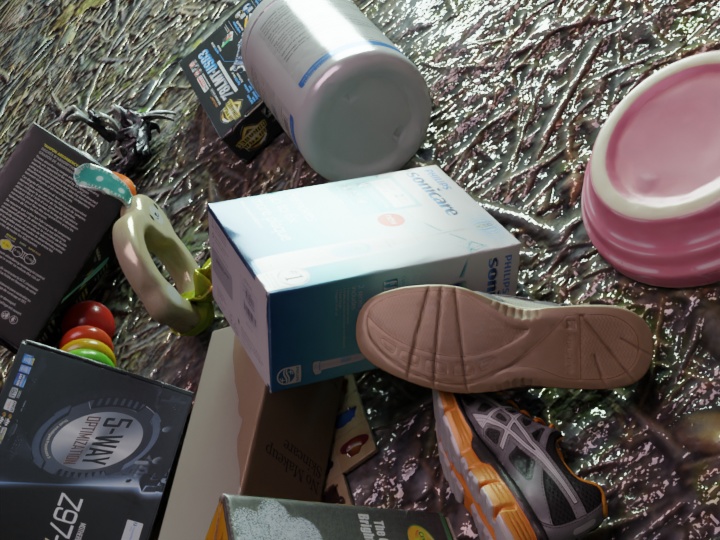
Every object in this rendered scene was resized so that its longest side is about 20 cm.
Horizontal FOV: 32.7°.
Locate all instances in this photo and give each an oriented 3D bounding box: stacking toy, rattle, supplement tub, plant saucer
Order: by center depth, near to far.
[{"bbox_3d":[0.243,-0.084,0.880,0.199,0.051,0.202,-25,43,26],"label":"plant saucer"},{"bbox_3d":[-0.170,-0.052,1.155,0.143,0.130,0.201,-40,60,28],"label":"rattle"},{"bbox_3d":[-0.027,-0.179,1.159,0.132,0.132,0.200,-42,38,7],"label":"supplement tub"},{"bbox_3d":[-0.269,0.103,1.193,0.085,0.085,0.201,-35,32,15],"label":"stacking toy"}]

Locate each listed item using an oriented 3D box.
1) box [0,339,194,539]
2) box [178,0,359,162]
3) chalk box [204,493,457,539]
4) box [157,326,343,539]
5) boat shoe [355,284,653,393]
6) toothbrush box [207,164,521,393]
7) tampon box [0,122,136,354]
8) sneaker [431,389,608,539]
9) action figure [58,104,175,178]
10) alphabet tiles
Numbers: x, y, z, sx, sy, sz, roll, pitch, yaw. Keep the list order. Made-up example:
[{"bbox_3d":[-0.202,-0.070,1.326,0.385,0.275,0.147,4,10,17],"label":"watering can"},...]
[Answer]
[{"bbox_3d":[-0.245,0.175,1.038,0.044,0.159,0.201,118,169,-57],"label":"box"},{"bbox_3d":[-0.094,-0.240,1.345,0.198,0.050,0.200,-43,38,7],"label":"box"},{"bbox_3d":[-0.001,0.230,0.749,0.125,0.198,0.125,-109,35,-51],"label":"chalk box"},{"bbox_3d":[-0.081,0.145,0.943,0.077,0.095,0.201,-16,49,33],"label":"box"},{"bbox_3d":[0.097,0.050,0.836,0.198,0.065,0.073,1,80,12],"label":"boat shoe"},{"bbox_3d":[0.000,0.000,0.927,0.198,0.086,0.147,-10,32,-20],"label":"toothbrush box"},{"bbox_3d":[-0.335,-0.022,1.273,0.201,0.126,0.150,-58,2,-14],"label":"tampon box"},{"bbox_3d":[0.098,0.125,0.826,0.077,0.079,0.200,-16,33,-7],"label":"sneaker"},{"bbox_3d":[-0.309,-0.134,1.417,0.200,0.102,0.119,-43,26,8],"label":"action figure"},{"bbox_3d":[-0.066,0.146,1.009,0.166,0.006,0.201,-37,38,13],"label":"alphabet tiles"}]
